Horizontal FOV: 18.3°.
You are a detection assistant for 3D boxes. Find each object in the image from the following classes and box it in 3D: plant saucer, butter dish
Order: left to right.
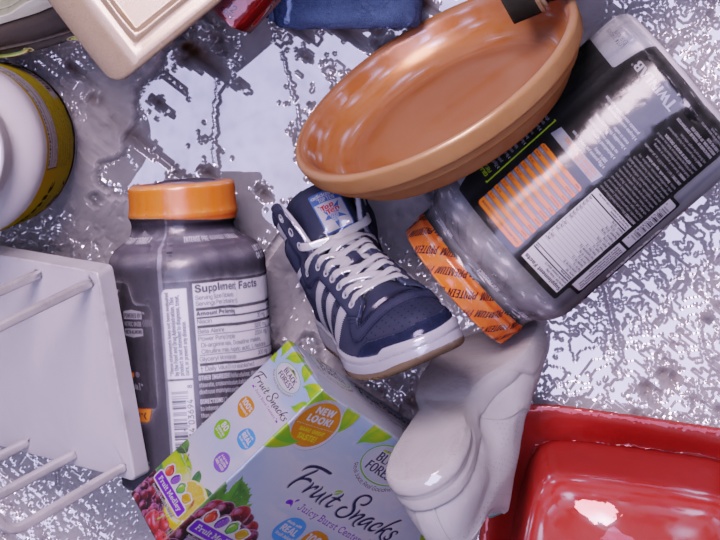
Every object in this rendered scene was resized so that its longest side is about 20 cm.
[{"bbox_3d":[0.053,-0.106,1.391,0.199,0.201,0.038,-28,114,9],"label":"plant saucer"},{"bbox_3d":[0.169,0.199,1.418,0.197,0.148,0.202,8,96,6],"label":"butter dish"}]

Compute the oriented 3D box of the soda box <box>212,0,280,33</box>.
[{"bbox_3d":[-0.124,-0.237,1.383,0.200,0.070,0.063,43,95,1],"label":"soda box"}]

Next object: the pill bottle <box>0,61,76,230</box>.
[{"bbox_3d":[-0.247,-0.077,1.417,0.110,0.200,0.112,0,95,2],"label":"pill bottle"}]

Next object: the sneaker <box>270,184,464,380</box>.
[{"bbox_3d":[0.000,0.000,1.393,0.070,0.200,0.109,-21,101,-13],"label":"sneaker"}]

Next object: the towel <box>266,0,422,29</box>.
[{"bbox_3d":[-0.009,-0.255,1.445,0.111,0.049,0.202,1,95,-12],"label":"towel"}]

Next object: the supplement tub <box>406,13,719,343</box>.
[{"bbox_3d":[0.132,-0.055,1.413,0.200,0.123,0.123,-41,89,9],"label":"supplement tub"}]

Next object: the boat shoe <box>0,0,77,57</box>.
[{"bbox_3d":[-0.233,-0.167,1.444,0.200,0.061,0.072,-10,59,29],"label":"boat shoe"}]

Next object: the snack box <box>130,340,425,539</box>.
[{"bbox_3d":[-0.030,0.141,1.420,0.142,0.200,0.053,-45,50,8],"label":"snack box"}]

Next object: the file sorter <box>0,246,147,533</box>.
[{"bbox_3d":[-0.256,0.070,1.410,0.199,0.124,0.140,9,115,40],"label":"file sorter"}]

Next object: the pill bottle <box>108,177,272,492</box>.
[{"bbox_3d":[-0.110,0.041,1.461,0.105,0.106,0.202,-3,94,8],"label":"pill bottle"}]

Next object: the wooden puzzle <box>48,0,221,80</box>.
[{"bbox_3d":[-0.126,-0.243,1.333,0.200,0.037,0.186,-38,89,8],"label":"wooden puzzle"}]

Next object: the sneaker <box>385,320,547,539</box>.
[{"bbox_3d":[0.075,0.110,1.415,0.075,0.200,0.089,-11,116,31],"label":"sneaker"}]

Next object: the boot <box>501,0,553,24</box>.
[{"bbox_3d":[0.128,-0.263,1.395,0.137,0.077,0.201,-22,67,12],"label":"boot"}]
